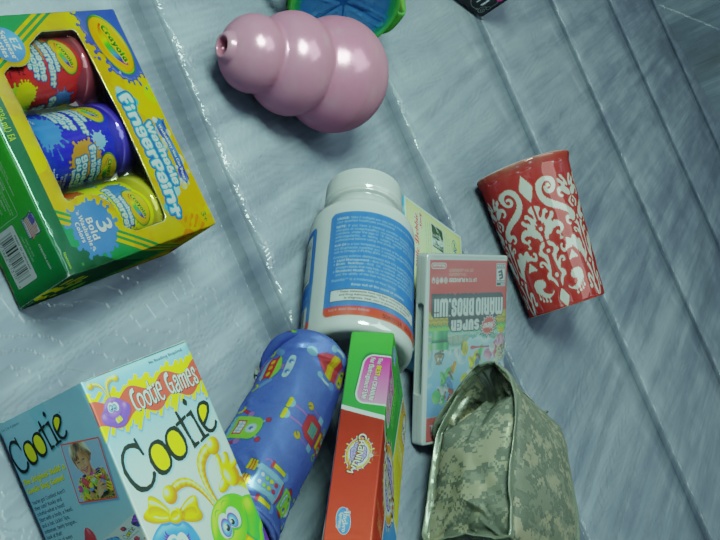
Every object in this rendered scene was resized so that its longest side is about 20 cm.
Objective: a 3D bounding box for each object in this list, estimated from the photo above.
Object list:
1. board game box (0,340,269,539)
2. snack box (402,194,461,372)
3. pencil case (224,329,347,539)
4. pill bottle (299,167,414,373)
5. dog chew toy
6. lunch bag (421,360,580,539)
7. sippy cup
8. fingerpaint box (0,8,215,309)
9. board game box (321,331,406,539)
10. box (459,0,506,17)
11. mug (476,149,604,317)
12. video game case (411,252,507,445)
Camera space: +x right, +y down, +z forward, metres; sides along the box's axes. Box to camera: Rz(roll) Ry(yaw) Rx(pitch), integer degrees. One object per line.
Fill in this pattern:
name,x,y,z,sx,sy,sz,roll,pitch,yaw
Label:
board game box,-0.146,0.169,0.663,0.103,0.104,0.202,-21,87,-56
snack box,0.075,0.025,1.105,0.116,0.037,0.203,32,47,-40
pencil case,-0.076,0.137,0.800,0.201,0.086,0.079,-66,146,-47
pill bottle,0.000,0.000,0.955,0.112,0.111,0.202,34,46,-36
dog chew toy,-0.064,-0.216,1.005,0.198,0.124,0.126,5,65,-43
lunch bag,0.154,0.217,1.010,0.164,0.116,0.202,43,45,-40
sippy cup,-0.031,-0.354,1.131,0.178,0.138,0.132,56,15,-57
fingerpaint box,-0.227,-0.095,0.747,0.166,0.073,0.202,-26,91,-55
board game box,0.008,0.181,0.850,0.154,0.040,0.202,79,14,-50
box,0.163,-0.514,1.489,0.199,0.114,0.134,20,53,-47
mug,0.266,-0.050,1.328,0.176,0.132,0.203,-10,81,-53
video game case,0.112,0.083,1.053,0.142,0.017,0.204,0,92,-45
